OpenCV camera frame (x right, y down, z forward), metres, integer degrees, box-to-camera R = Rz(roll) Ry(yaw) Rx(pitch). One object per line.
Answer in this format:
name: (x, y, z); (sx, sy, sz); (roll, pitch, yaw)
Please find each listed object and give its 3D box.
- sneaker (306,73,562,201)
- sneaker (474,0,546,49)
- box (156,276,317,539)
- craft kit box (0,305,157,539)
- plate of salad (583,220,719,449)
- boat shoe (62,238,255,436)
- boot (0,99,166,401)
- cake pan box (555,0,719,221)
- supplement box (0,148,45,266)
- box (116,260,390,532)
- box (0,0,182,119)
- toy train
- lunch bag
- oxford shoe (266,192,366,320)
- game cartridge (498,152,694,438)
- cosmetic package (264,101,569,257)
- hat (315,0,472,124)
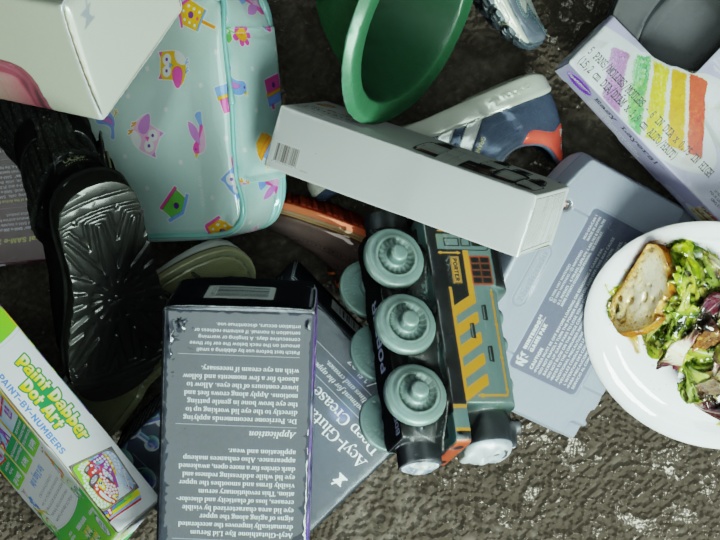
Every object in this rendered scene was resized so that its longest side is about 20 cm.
sneaker: (0.061, -0.077, 1.500); (0.200, 0.075, 0.085); (-22, 95, 3)
sneaker: (0.105, -0.264, 1.479); (0.086, 0.078, 0.200); (-24, 97, -2)
box: (-0.084, 0.113, 1.378); (0.104, 0.148, 0.201); (2, 98, -1)
craft kit box: (-0.237, 0.122, 1.448); (0.048, 0.200, 0.198); (-36, 86, -21)
plate of salad: (0.261, 0.055, 1.461); (0.199, 0.048, 0.201); (9, 122, 14)
boat shoe: (-0.163, 0.044, 1.504); (0.200, 0.068, 0.075); (-42, 117, 10)
boot: (-0.204, -0.026, 1.423); (0.079, 0.158, 0.212); (-16, 131, -23)
cake pan box: (0.274, -0.152, 1.489); (0.184, 0.052, 0.200); (-44, 94, -8)
supplement box: (-0.280, -0.104, 1.502); (0.108, 0.061, 0.201); (-5, 96, 1)
box: (-0.069, 0.117, 1.506); (0.148, 0.107, 0.200); (45, 95, -5)
box: (-0.246, -0.199, 1.378); (0.199, 0.109, 0.128); (14, 52, 22)
toy train: (0.054, 0.049, 1.420); (0.114, 0.085, 0.201); (0, 65, -19)
lunch bag: (-0.140, -0.122, 1.472); (0.160, 0.077, 0.201); (-3, 95, 31)
oxford shoe: (0.000, 0.000, 1.512); (0.200, 0.071, 0.073); (25, 100, -4)
game cartridge: (0.157, 0.017, 1.506); (0.133, 0.041, 0.200); (26, 96, -31)
cosmetic package: (0.040, -0.068, 1.404); (0.200, 0.083, 0.051); (21, 102, 18)
hat: (-0.025, -0.216, 1.420); (0.176, 0.200, 0.166); (26, 116, 22)
